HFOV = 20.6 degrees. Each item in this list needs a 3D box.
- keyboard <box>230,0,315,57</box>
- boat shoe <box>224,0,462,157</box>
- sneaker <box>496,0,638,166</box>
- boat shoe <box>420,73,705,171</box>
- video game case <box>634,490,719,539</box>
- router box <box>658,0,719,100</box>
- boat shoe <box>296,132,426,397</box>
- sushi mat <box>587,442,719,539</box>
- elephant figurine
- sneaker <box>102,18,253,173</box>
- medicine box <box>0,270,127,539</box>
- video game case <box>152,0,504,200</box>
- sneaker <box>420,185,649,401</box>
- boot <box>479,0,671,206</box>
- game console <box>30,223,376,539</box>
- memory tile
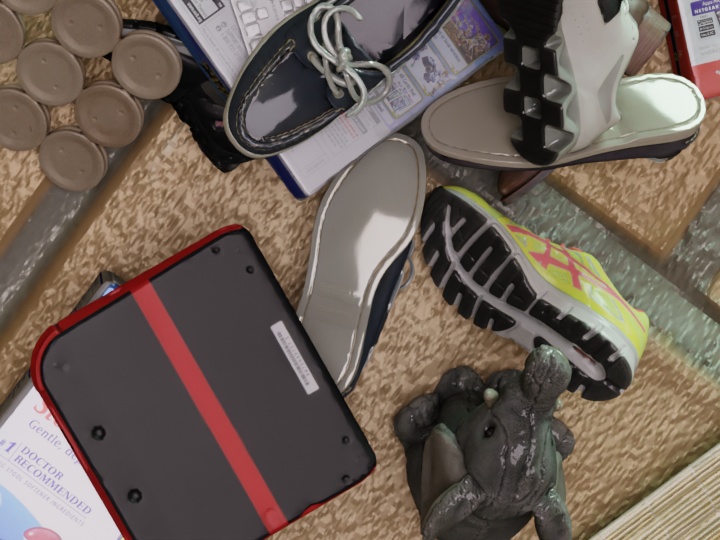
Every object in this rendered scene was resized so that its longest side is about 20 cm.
[{"bbox_3d":[-0.071,-0.220,1.319,0.056,0.011,0.201,-19,92,-14],"label":"keyboard"},{"bbox_3d":[-0.004,-0.146,1.286,0.200,0.062,0.075,-37,105,-5],"label":"boat shoe"},{"bbox_3d":[0.139,-0.174,1.286,0.088,0.074,0.201,-22,125,-32],"label":"sneaker"},{"bbox_3d":[0.138,-0.091,1.371,0.199,0.063,0.073,-6,61,-10],"label":"boat shoe"},{"bbox_3d":[0.321,0.248,1.510,0.180,0.026,0.200,-29,98,-5],"label":"video game case"},{"bbox_3d":[0.315,-0.233,1.459,0.199,0.049,0.180,-14,96,-6],"label":"router box"},{"bbox_3d":[0.000,0.000,1.427,0.075,0.062,0.201,13,84,7],"label":"boat shoe"},{"bbox_3d":[0.237,0.207,1.475,0.200,0.012,0.096,-36,98,-3],"label":"sushi mat"},{"bbox_3d":[0.093,0.138,1.382,0.141,0.200,0.156,-30,98,-5],"label":"elephant figurine"},{"bbox_3d":[-0.105,-0.116,1.402,0.199,0.076,0.088,17,99,-8],"label":"sneaker"},{"bbox_3d":[-0.167,0.133,1.396,0.182,0.103,0.200,37,89,-9],"label":"medicine box"},{"bbox_3d":[-0.027,-0.181,1.357,0.181,0.045,0.200,-37,97,-12],"label":"video game case"},{"bbox_3d":[0.129,0.008,1.448,0.200,0.090,0.078,43,132,6],"label":"sneaker"},{"bbox_3d":[0.095,-0.174,1.431,0.200,0.064,0.187,39,88,-6],"label":"boot"},{"bbox_3d":[-0.108,0.094,1.338,0.177,0.031,0.200,-31,98,-10],"label":"game console"},{"bbox_3d":[-0.234,-0.153,1.371,0.200,0.017,0.153,36,123,-10],"label":"memory tile"}]
